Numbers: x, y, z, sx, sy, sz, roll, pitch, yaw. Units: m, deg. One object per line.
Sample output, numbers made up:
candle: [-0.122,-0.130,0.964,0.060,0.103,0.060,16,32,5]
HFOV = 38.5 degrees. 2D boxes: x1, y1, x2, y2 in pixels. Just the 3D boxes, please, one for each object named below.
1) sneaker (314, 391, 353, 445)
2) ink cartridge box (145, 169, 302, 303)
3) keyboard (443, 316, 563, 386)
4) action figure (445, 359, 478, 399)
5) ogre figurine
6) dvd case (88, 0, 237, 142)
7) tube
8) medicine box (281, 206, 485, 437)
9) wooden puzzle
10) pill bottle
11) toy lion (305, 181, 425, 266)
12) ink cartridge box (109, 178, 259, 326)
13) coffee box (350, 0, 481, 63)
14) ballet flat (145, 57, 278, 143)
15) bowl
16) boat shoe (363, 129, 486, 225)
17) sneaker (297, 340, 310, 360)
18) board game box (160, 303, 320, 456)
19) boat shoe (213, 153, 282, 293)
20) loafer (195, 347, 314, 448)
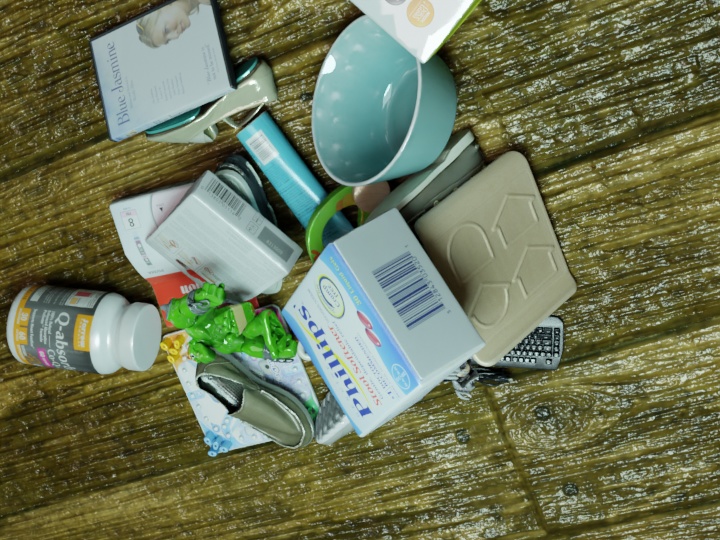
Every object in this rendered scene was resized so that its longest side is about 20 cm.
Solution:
sneaker: [0.014,0.187,1.423,0.082,0.075,0.199,34,122,-28]
ink cartridge box: [-0.185,-0.033,1.362,0.159,0.048,0.199,39,150,-14]
keyboard: [0.170,0.109,1.370,0.196,0.040,0.106,2,111,16]
action figure: [0.087,0.077,1.268,0.069,0.130,0.202,-33,105,-10]
ogre figurine: [-0.179,0.074,1.377,0.118,0.199,0.100,-5,82,34]
dvd case: [-0.258,-0.267,1.329,0.197,0.017,0.145,-18,81,23]
tube: [-0.084,-0.113,1.353,0.201,0.050,0.077,54,143,-10]
medicine box: [0.019,0.064,1.172,0.184,0.102,0.200,56,149,11]
wooden puzzle: [0.163,-0.016,1.261,0.046,0.184,0.202,2,124,58]
pill bottle: [-0.396,0.086,1.483,0.196,0.117,0.119,5,112,14]
toy lion: [0.000,0.000,1.317,0.191,0.069,0.201,-38,107,2]
ink cartridge box: [-0.244,-0.019,1.436,0.160,0.057,0.204,-11,103,19]
coffee box: [0.076,-0.381,1.117,0.197,0.200,0.200,40,116,-3]
ballet flat: [-0.191,-0.203,1.344,0.198,0.070,0.070,-25,102,22]
bowl: [0.040,-0.195,1.227,0.199,0.104,0.205,-8,79,50]
boat shoe: [0.081,-0.091,1.247,0.061,0.202,0.072,54,153,-17]
sneaker: [-0.027,0.042,1.376,0.074,0.087,0.202,30,114,5]
board game box: [-0.172,0.165,1.496,0.197,0.026,0.203,-15,107,21]
boat shoe: [-0.143,-0.061,1.381,0.074,0.061,0.203,-1,128,16]
loafer: [-0.155,0.191,1.447,0.198,0.070,0.076,33,117,2]
